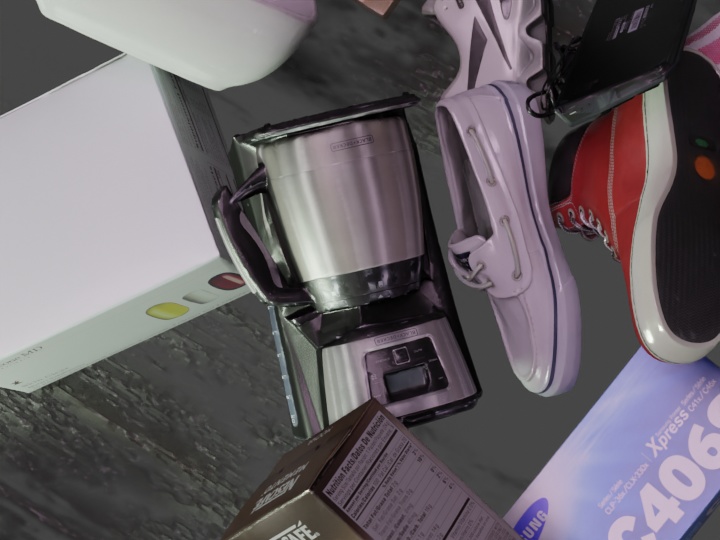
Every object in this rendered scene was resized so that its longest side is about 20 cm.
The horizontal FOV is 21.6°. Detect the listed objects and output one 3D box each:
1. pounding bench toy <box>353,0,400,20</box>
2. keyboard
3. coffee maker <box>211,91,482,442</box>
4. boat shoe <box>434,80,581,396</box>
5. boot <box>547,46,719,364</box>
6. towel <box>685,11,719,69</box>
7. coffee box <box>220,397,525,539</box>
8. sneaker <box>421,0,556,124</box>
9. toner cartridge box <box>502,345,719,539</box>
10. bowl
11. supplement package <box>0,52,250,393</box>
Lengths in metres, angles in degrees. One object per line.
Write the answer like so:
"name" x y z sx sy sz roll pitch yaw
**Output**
"pounding bench toy" 0.011 -0.296 1.218 0.124 0.156 0.200 35 88 14
"keyboard" 0.164 -0.134 1.156 0.104 0.200 0.040 -20 111 27
"coffee maker" 0.000 0.000 1.190 0.134 0.192 0.201 -12 92 10
"boat shoe" 0.084 -0.016 1.181 0.066 0.073 0.201 -11 89 -25
"boot" 0.163 -0.018 1.143 0.144 0.072 0.201 -38 40 51
"towel" 0.266 -0.105 1.131 0.146 0.030 0.201 -37 47 21
"coffee box" 0.032 0.182 1.097 0.200 0.113 0.080 43 52 -8
"sneaker" 0.082 -0.195 1.230 0.088 0.074 0.201 0 81 15
"toner cartridge box" 0.163 0.140 1.168 0.095 0.043 0.200 39 94 20
"bowl" -0.134 -0.187 1.216 0.199 0.200 0.075 23 107 -15
"supplement package" -0.185 -0.030 1.265 0.199 0.111 0.156 -24 75 12
